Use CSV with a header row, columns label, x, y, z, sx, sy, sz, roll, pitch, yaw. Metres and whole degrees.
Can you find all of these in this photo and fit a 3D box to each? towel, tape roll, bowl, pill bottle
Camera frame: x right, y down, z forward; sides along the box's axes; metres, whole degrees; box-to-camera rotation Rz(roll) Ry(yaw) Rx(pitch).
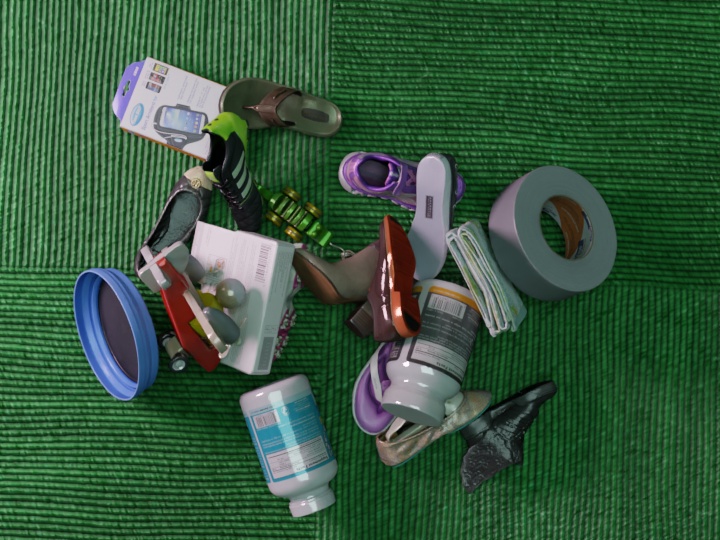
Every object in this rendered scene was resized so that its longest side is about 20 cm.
label,x,y,z,sx,sy,sz,roll,pitch,yaw
towel,0.191,0.007,1.683,0.048,0.200,0.171,-25,90,12
tape roll,0.294,-0.056,1.712,0.200,0.066,0.201,11,69,-29
bowl,-0.359,0.091,1.654,0.039,0.201,0.201,-18,88,-35
pill bottle,0.105,0.123,1.678,0.116,0.116,0.200,20,72,-2
pill bottle,-0.102,0.265,1.695,0.111,0.111,0.200,-19,89,-4

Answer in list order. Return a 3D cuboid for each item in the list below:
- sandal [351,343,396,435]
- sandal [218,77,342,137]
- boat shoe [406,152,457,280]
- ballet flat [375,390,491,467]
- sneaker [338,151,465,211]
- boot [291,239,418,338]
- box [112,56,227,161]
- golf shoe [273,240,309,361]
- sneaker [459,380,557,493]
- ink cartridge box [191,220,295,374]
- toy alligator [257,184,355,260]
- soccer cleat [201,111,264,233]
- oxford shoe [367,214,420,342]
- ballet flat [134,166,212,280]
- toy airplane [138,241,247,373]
label,x,y,z,sx,sy,sz,roll,pitch,yaw
sandal,0.046,0.157,1.738,0.082,0.050,0.203,25,84,-2
sandal,-0.118,-0.252,1.725,0.201,0.057,0.080,5,93,-19
boat shoe,0.115,-0.084,1.708,0.070,0.066,0.200,12,110,32
ballet flat,0.109,0.227,1.726,0.200,0.068,0.067,-34,112,-5
sneaker,0.066,-0.140,1.737,0.200,0.088,0.081,10,85,-4
boot,0.000,0.000,1.719,0.146,0.070,0.200,-48,111,-24
box,-0.280,-0.248,1.746,0.200,0.041,0.119,21,86,0
golf shoe,-0.141,0.049,1.730,0.091,0.075,0.200,15,82,10
sneaker,0.232,0.257,1.743,0.200,0.060,0.104,-27,88,1
ink cartridge box,-0.192,0.038,1.699,0.176,0.045,0.200,17,97,38
toy alligator,-0.082,-0.071,1.740,0.200,0.054,0.059,37,86,-1
soccer cleat,-0.198,-0.140,1.696,0.081,0.067,0.200,-34,126,-40
oxford shoe,0.038,0.011,1.664,0.072,0.071,0.200,-21,57,30
ballet flat,-0.284,-0.069,1.727,0.066,0.057,0.200,27,86,-3
toy airplane,-0.234,0.038,1.608,0.141,0.199,0.200,-20,82,-14
